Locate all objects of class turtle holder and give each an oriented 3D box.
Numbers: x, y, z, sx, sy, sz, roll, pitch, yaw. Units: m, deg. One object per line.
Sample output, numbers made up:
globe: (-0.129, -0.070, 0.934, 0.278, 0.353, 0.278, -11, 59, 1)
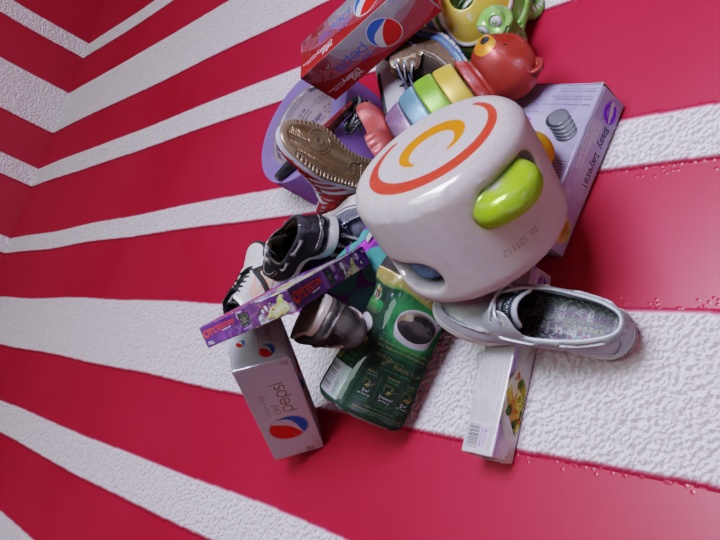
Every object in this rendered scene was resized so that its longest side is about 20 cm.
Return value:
turtle holder: (0.140, -0.331, 0.949, 0.141, 0.131, 0.186, -24, 51, 39)

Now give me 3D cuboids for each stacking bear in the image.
stacking bear: (0.110, -0.189, 0.842, 0.200, 0.114, 0.122, -36, 34, 17)

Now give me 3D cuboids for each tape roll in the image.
tape roll: (-0.060, -0.209, 1.155, 0.200, 0.085, 0.201, -29, 49, 38)

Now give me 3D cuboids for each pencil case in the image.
pencil case: (0.000, 0.000, 0.953, 0.200, 0.092, 0.085, -46, 49, 24)

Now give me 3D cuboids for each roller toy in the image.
roller toy: (0.101, -0.067, 0.730, 0.182, 0.140, 0.200, -22, 30, 25)

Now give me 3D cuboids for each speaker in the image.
speaker: (0.071, -0.211, 1.004, 0.081, 0.081, 0.201, -35, 46, 32)

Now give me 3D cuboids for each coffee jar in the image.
coffee jar: (0.041, 0.073, 0.849, 0.201, 0.104, 0.085, -63, 21, 1)

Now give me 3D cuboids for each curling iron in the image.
curling iron: (-0.059, -0.181, 1.046, 0.200, 0.026, 0.050, -29, 46, 37)

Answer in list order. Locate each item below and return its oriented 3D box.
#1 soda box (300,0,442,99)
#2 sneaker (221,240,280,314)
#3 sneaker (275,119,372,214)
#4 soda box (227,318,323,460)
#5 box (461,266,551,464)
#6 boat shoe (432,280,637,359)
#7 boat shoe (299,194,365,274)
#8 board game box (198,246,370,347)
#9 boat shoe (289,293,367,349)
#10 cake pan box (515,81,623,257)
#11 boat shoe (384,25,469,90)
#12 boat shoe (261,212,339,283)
soda box: (0.008, -0.304, 0.935, 0.200, 0.063, 0.070, -30, 49, 40)
sneaker: (-0.168, 0.032, 1.147, 0.074, 0.080, 0.201, -33, 45, 36)
sneaker: (-0.054, -0.132, 1.007, 0.112, 0.200, 0.072, -13, 61, 47)
soda box: (-0.100, 0.147, 0.900, 0.068, 0.200, 0.064, -16, 46, -2)
box: (0.151, 0.093, 0.761, 0.041, 0.039, 0.201, -1, 68, 46)
boat shoe: (0.157, 0.037, 0.709, 0.200, 0.071, 0.070, 8, 74, 28)
boat shoe: (-0.015, -0.038, 1.021, 0.200, 0.074, 0.093, -21, 60, 52)
board game box: (-0.077, 0.026, 0.834, 0.120, 0.200, 0.032, -28, 92, 26)
boat shoe: (-0.038, 0.063, 0.847, 0.067, 0.057, 0.200, -60, 8, -7)
cake pan box: (0.175, -0.120, 0.851, 0.200, 0.052, 0.185, 15, 79, 52)
boat shoe: (0.075, -0.265, 0.954, 0.072, 0.072, 0.200, -35, 44, -4)
boat shoe: (-0.100, -0.030, 1.022, 0.200, 0.060, 0.074, -21, 66, 58)
